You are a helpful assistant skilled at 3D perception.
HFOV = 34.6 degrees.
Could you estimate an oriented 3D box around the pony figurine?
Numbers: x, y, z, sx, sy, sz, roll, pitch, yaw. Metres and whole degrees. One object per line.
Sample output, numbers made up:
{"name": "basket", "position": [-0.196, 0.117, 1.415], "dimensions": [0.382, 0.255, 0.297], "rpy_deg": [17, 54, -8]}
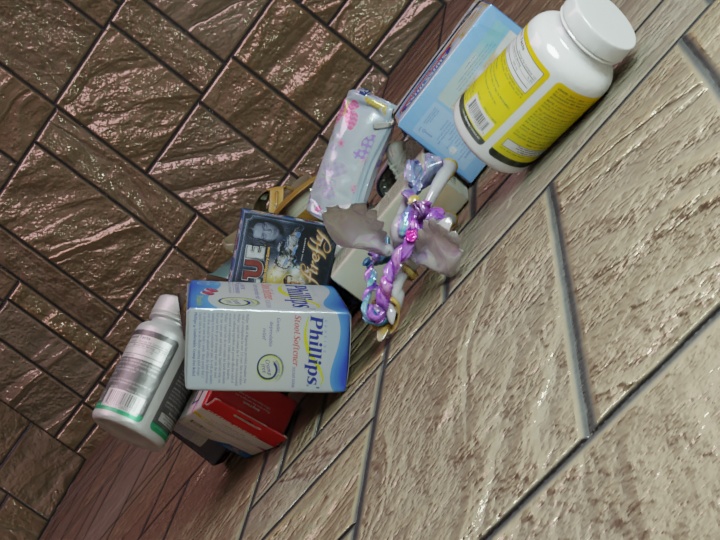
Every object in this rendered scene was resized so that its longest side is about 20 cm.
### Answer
{"name": "pony figurine", "position": [0.055, -0.039, 1.342], "dimensions": [0.194, 0.165, 0.201], "rpy_deg": [85, -154, -53]}

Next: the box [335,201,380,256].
{"name": "box", "position": [-0.006, -0.060, 1.761], "dimensions": [0.039, 0.041, 0.200], "rpy_deg": [-48, -8, 31]}

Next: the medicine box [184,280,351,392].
{"name": "medicine box", "position": [-0.121, 0.081, 1.462], "dimensions": [0.182, 0.198, 0.104], "rpy_deg": [-129, 41, -77]}

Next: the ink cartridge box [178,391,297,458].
{"name": "ink cartridge box", "position": [-0.164, 0.190, 1.571], "dimensions": [0.068, 0.116, 0.200], "rpy_deg": [-65, 14, -24]}

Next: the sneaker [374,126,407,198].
{"name": "sneaker", "position": [0.081, -0.188, 1.834], "dimensions": [0.202, 0.077, 0.146], "rpy_deg": [-45, 19, -11]}

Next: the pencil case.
{"name": "pencil case", "position": [-0.008, -0.158, 1.664], "dimensions": [0.083, 0.090, 0.201], "rpy_deg": [10, -76, -58]}

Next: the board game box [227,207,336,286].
{"name": "board game box", "position": [-0.114, 0.026, 1.571], "dimensions": [0.035, 0.134, 0.202], "rpy_deg": [-139, 59, -72]}

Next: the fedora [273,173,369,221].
{"name": "fedora", "position": [-0.049, -0.093, 1.827], "dimensions": [0.200, 0.082, 0.201], "rpy_deg": [-34, -12, -8]}

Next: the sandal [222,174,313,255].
{"name": "sandal", "position": [-0.153, -0.101, 1.906], "dimensions": [0.200, 0.054, 0.080], "rpy_deg": [-39, 26, -18]}

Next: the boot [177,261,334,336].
{"name": "boot", "position": [-0.147, 0.017, 1.614], "dimensions": [0.064, 0.199, 0.188], "rpy_deg": [43, 119, 55]}

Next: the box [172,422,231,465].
{"name": "box", "position": [-0.207, 0.174, 1.748], "dimensions": [0.201, 0.132, 0.115], "rpy_deg": [-54, -4, -6]}

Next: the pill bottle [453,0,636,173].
{"name": "pill bottle", "position": [0.201, -0.207, 1.259], "dimensions": [0.200, 0.112, 0.113], "rpy_deg": [-45, 13, 39]}

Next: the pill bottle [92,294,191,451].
{"name": "pill bottle", "position": [-0.287, 0.144, 1.637], "dimensions": [0.201, 0.113, 0.113], "rpy_deg": [-65, 13, -22]}

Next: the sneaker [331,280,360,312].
{"name": "sneaker", "position": [0.000, 0.000, 1.673], "dimensions": [0.200, 0.076, 0.077], "rpy_deg": [-53, -19, 21]}

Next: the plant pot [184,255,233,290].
{"name": "plant pot", "position": [-0.156, 0.034, 1.949], "dimensions": [0.196, 0.200, 0.200], "rpy_deg": [-45, 9, -2]}

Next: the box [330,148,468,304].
{"name": "box", "position": [0.051, -0.055, 1.541], "dimensions": [0.200, 0.078, 0.095], "rpy_deg": [-50, 10, 19]}

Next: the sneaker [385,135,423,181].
{"name": "sneaker", "position": [0.071, -0.138, 1.673], "dimensions": [0.078, 0.099, 0.200], "rpy_deg": [-46, 12, 24]}

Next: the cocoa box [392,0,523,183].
{"name": "cocoa box", "position": [0.153, -0.241, 1.547], "dimensions": [0.200, 0.133, 0.131], "rpy_deg": [-52, 10, 11]}
